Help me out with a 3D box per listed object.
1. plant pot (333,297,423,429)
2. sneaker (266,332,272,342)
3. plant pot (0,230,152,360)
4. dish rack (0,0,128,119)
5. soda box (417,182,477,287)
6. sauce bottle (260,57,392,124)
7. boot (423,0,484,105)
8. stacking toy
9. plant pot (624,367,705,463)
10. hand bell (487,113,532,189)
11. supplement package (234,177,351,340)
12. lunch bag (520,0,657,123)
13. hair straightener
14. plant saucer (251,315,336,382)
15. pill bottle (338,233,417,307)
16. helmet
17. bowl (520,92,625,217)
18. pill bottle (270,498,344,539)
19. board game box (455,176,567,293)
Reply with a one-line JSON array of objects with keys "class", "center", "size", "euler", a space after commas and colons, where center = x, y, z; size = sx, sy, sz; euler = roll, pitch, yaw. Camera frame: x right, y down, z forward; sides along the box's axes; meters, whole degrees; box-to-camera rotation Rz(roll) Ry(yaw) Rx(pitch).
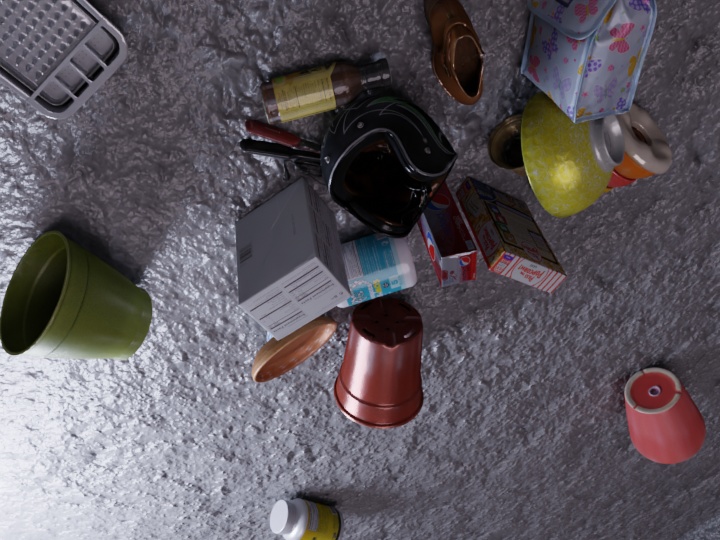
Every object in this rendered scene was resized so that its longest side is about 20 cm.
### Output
[{"class": "plant pot", "center": [0.046, 0.177, 1.330], "size": [0.194, 0.203, 0.200], "euler": [-3, 125, -12]}, {"class": "sneaker", "center": [-0.156, 0.085, 1.278], "size": [0.071, 0.073, 0.202], "euler": [-26, 154, -31]}, {"class": "plant pot", "center": [-0.466, 0.066, 1.099], "size": [0.199, 0.204, 0.191], "euler": [-36, 143, 20]}, {"class": "dish rack", "center": [-0.423, -0.316, 0.847], "size": [0.170, 0.044, 0.199], "euler": [-35, 131, 18]}, {"class": "soda box", "center": [0.140, -0.070, 1.107], "size": [0.061, 0.203, 0.071], "euler": [-11, 136, -3]}, {"class": "sauce bottle", "center": [-0.051, -0.272, 0.970], "size": [0.194, 0.066, 0.066], "euler": [-15, 134, -3]}, {"class": "boot", "center": [0.148, -0.291, 0.939], "size": [0.072, 0.157, 0.201], "euler": [-26, 133, 11]}, {"class": "stacking toy", "center": [0.430, -0.183, 1.150], "size": [0.142, 0.150, 0.200], "euler": [14, 142, -26]}, {"class": "plant pot", "center": [0.782, 0.365, 1.692], "size": [0.196, 0.203, 0.179], "euler": [-27, 123, 12]}, {"class": "hand bell", "center": [0.304, -0.174, 1.153], "size": [0.102, 0.106, 0.200], "euler": [-30, 145, 14]}, {"class": "supplement package", "center": [-0.117, -0.021, 1.085], "size": [0.153, 0.203, 0.111], "euler": [-30, 132, 15]}, {"class": "lunch bag", "center": [0.318, -0.346, 0.924], "size": [0.123, 0.172, 0.204], "euler": [-11, 134, -14]}, {"class": "hair straightener", "center": [-0.104, -0.184, 1.060], "size": [0.195, 0.042, 0.078], "euler": [8, 130, -27]}, {"class": "plant saucer", "center": [-0.136, 0.151, 1.296], "size": [0.197, 0.038, 0.201], "euler": [-34, 163, -11]}, {"class": "pill bottle", "center": [0.000, 0.000, 1.199], "size": [0.194, 0.113, 0.112], "euler": [-17, 134, 2]}, {"class": "helmet", "center": [0.036, -0.170, 0.995], "size": [0.189, 0.200, 0.202], "euler": [35, 124, 4]}, {"class": "bowl", "center": [0.346, -0.193, 1.014], "size": [0.106, 0.206, 0.198], "euler": [-10, 146, 44]}, {"class": "pill bottle", "center": [-0.149, 0.700, 1.798], "size": [0.197, 0.114, 0.112], "euler": [28, 121, -33]}, {"class": "board game box", "center": [0.262, -0.065, 1.145], "size": [0.148, 0.203, 0.047], "euler": [19, 127, -28]}]
